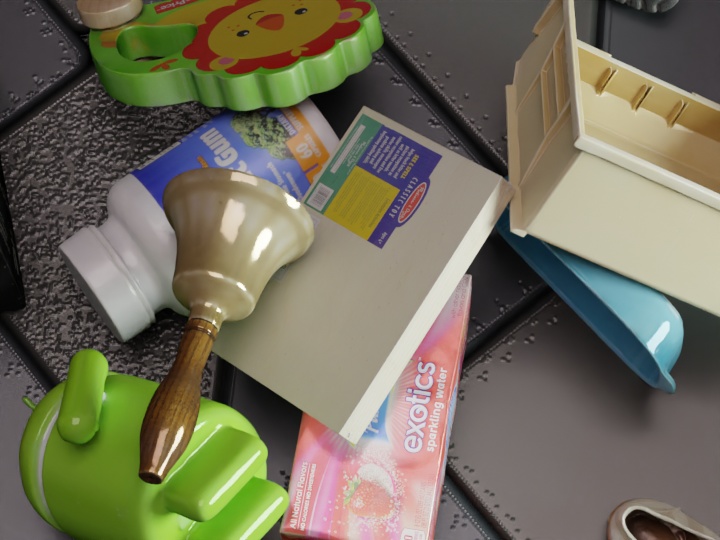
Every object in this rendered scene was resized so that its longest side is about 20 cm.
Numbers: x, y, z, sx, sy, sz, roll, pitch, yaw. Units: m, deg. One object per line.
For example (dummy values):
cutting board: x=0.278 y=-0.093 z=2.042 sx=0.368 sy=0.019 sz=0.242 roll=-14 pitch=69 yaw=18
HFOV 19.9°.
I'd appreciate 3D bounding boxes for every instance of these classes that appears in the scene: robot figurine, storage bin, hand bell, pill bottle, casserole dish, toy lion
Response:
robot figurine: x=-0.143 y=0.132 z=1.354 sx=0.199 sy=0.176 sz=0.116 roll=14 pitch=49 yaw=40
storage bin: x=0.207 y=-0.079 z=1.398 sx=0.199 sy=0.094 sz=0.199 roll=22 pitch=38 yaw=-15
hand bell: x=-0.102 y=0.045 z=1.295 sx=0.104 sy=0.104 sz=0.201 roll=12 pitch=57 yaw=4
pill bottle: x=-0.108 y=-0.038 z=1.445 sx=0.200 sy=0.112 sz=0.112 roll=-35 pitch=74 yaw=-12
casserole dish: x=0.158 y=0.002 z=1.422 sx=0.039 sy=0.121 sz=0.200 roll=-42 pitch=75 yaw=-4
toy lion: x=-0.089 y=-0.164 z=1.459 sx=0.199 sy=0.069 sz=0.192 roll=-18 pitch=33 yaw=-5

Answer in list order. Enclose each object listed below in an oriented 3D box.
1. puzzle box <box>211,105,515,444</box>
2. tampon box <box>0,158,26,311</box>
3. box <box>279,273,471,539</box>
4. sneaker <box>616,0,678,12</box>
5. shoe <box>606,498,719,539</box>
puzzle box: x=0.000 y=0.000 z=1.364 sx=0.133 sy=0.025 sz=0.200 roll=31 pitch=85 yaw=37
tampon box: x=-0.321 y=-0.074 z=1.438 sx=0.126 sy=0.150 sz=0.201 roll=-12 pitch=71 yaw=-5
box: x=0.012 y=0.101 z=1.404 sx=0.102 sy=0.095 sz=0.201 roll=10 pitch=71 yaw=6
sneaker: x=0.163 y=-0.269 z=1.556 sx=0.199 sy=0.075 sz=0.082 roll=30 pitch=59 yaw=4
shoe: x=0.247 y=0.226 z=1.381 sx=0.200 sy=0.053 sz=0.070 roll=39 pitch=75 yaw=13
